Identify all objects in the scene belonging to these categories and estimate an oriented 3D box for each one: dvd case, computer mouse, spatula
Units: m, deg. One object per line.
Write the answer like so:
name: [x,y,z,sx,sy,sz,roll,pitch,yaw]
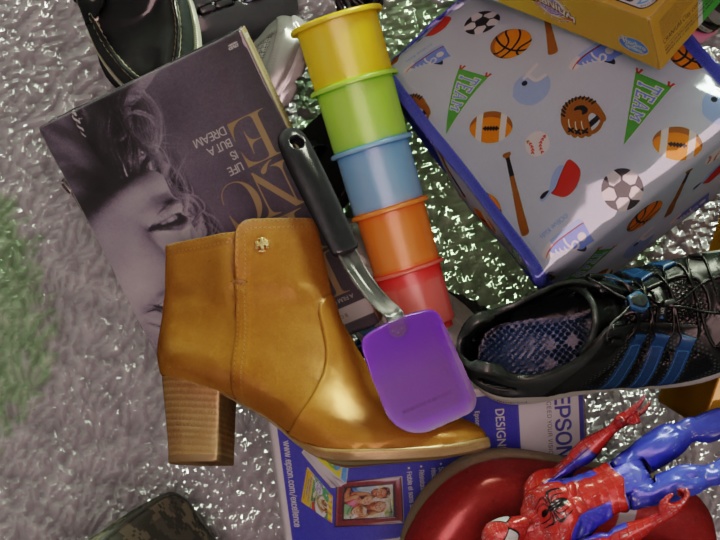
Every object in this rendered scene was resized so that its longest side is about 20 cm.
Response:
dvd case: [-0.093,-0.029,0.824,0.147,0.016,0.202,-22,105,15]
computer mouse: [-0.093,-0.204,0.875,0.197,0.046,0.142,-17,92,1]
spatula: [0.000,0.000,0.757,0.056,0.021,0.201,-20,68,-24]

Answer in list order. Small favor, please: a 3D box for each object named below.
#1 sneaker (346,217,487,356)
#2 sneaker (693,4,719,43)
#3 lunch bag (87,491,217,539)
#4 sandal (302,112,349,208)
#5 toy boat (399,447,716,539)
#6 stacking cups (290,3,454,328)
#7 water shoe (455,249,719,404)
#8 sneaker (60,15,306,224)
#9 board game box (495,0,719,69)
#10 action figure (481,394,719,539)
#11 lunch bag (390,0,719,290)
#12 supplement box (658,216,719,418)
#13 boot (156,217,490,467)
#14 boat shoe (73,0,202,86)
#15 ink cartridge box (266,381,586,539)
sneaker: [0.043,0.046,0.874,0.199,0.072,0.073,37,113,-2]
sneaker: [0.245,-0.245,0.829,0.078,0.095,0.203,12,84,-32]
lunch bag: [-0.149,0.267,0.844,0.167,0.139,0.201,-37,88,19]
sandal: [-0.072,-0.036,0.864,0.200,0.075,0.045,-44,133,4]
toy boat: [0.120,0.190,0.775,0.197,0.131,0.132,9,111,-6]
stacking cups: [0.016,-0.059,0.812,0.060,0.061,0.203,-18,95,1]
water shoe: [0.152,0.034,0.747,0.198,0.079,0.072,-18,73,13]
sneaker: [-0.112,-0.094,0.849,0.082,0.075,0.200,42,98,-17]
board game box: [0.146,-0.218,0.798,0.199,0.040,0.153,31,73,39]
action figure: [0.158,0.113,0.732,0.198,0.052,0.066,-24,62,-2]
lunch bag: [0.126,-0.103,0.834,0.169,0.124,0.201,-38,68,2]
supplement box: [0.325,0.030,0.831,0.197,0.133,0.200,19,92,1]
boot: [-0.023,0.041,0.773,0.198,0.071,0.146,0,79,6]
boat shoe: [-0.157,-0.199,0.835,0.074,0.066,0.202,-20,70,9]
ink cartridge box: [0.047,0.160,0.854,0.197,0.047,0.200,-6,112,-2]
